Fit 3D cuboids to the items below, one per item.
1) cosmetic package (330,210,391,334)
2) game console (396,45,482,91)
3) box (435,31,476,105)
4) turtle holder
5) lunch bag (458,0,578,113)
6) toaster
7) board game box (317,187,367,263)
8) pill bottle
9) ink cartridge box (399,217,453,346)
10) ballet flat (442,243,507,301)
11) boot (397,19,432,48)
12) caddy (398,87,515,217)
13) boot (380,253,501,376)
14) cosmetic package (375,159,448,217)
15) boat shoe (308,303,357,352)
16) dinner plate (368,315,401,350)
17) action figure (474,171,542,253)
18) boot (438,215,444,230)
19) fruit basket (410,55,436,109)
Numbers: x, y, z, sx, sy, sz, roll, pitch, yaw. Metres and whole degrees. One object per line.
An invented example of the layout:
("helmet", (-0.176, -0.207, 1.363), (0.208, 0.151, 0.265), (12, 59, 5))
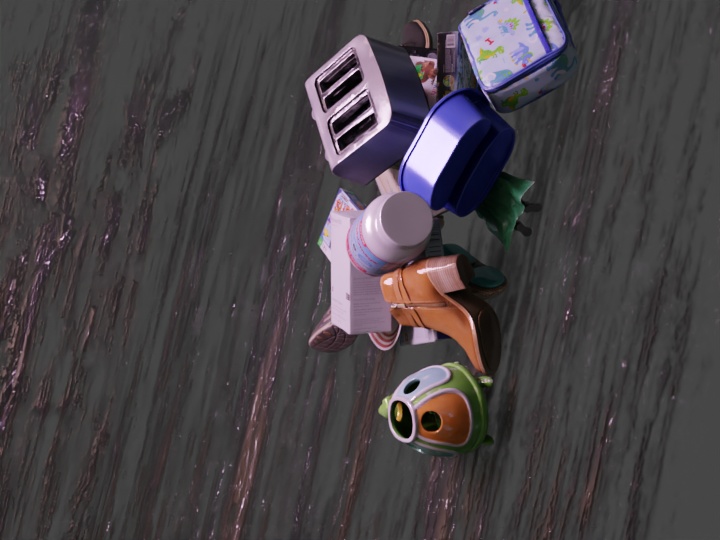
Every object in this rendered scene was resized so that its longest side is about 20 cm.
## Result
("cosmetic package", (0.000, 0.000, 1.690), (0.113, 0.081, 0.202), (-160, 66, -69))
("game console", (0.134, -0.337, 1.786), (0.117, 0.174, 0.202), (91, -175, -71))
("box", (0.161, -0.282, 1.651), (0.040, 0.137, 0.202), (0, 84, 20))
("turtle holder", (0.106, 0.204, 1.485), (0.185, 0.131, 0.142), (44, 133, 50))
("lunch bag", (0.250, -0.357, 1.549), (0.160, 0.082, 0.201), (-25, 48, 19))
("toaster", (0.018, -0.263, 1.607), (0.200, 0.118, 0.182), (-33, 64, 35))
("board game box", (-0.023, -0.073, 2.041), (0.136, 0.034, 0.200), (-67, 27, 16))
("pill bottle", (0.046, -0.058, 1.521), (0.200, 0.108, 0.110), (139, 142, -74))
("ink cartridge box", (0.100, 0.024, 1.655), (0.200, 0.040, 0.201), (157, 107, -75))
("ballet flat", (0.179, 0.017, 1.578), (0.200, 0.070, 0.066), (-131, 34, -63))
("boot", (0.067, -0.430, 1.936), (0.077, 0.138, 0.201), (-43, 39, 46))
("caddy", (0.143, -0.180, 1.515), (0.105, 0.141, 0.201), (44, 113, 38))
("boot", (0.120, 0.076, 1.507), (0.155, 0.201, 0.077), (-15, 18, 39))
("cosmetic package", (0.088, -0.156, 1.743), (0.104, 0.073, 0.200), (68, 170, -16))
("boat shoe", (-0.030, 0.094, 1.941), (0.200, 0.074, 0.074), (-39, 32, 38))
("dinner plate", (0.042, 0.039, 1.731), (0.200, 0.024, 0.202), (175, 90, -71))
("action figure", (0.215, -0.121, 1.570), (0.200, 0.054, 0.119), (51, 123, 55))
("boot", (0.087, -0.006, 1.763), (0.200, 0.070, 0.147), (-26, 60, 58))
("fruit basket", (0.061, -0.308, 1.747), (0.199, 0.094, 0.186), (12, 71, 30))
